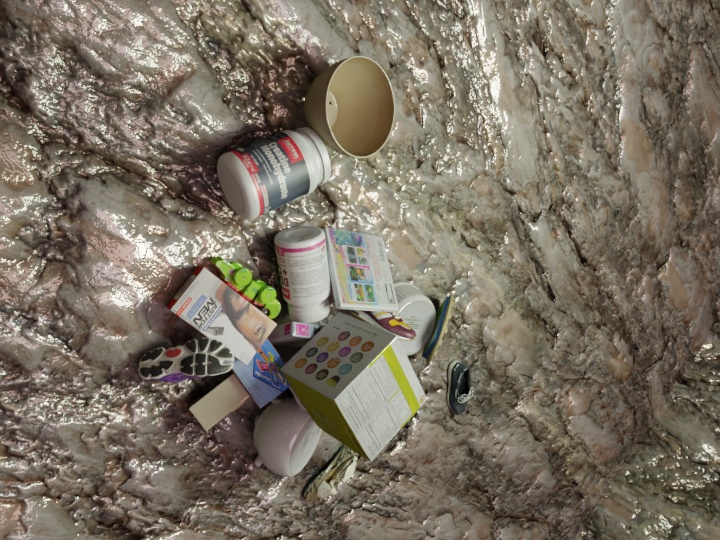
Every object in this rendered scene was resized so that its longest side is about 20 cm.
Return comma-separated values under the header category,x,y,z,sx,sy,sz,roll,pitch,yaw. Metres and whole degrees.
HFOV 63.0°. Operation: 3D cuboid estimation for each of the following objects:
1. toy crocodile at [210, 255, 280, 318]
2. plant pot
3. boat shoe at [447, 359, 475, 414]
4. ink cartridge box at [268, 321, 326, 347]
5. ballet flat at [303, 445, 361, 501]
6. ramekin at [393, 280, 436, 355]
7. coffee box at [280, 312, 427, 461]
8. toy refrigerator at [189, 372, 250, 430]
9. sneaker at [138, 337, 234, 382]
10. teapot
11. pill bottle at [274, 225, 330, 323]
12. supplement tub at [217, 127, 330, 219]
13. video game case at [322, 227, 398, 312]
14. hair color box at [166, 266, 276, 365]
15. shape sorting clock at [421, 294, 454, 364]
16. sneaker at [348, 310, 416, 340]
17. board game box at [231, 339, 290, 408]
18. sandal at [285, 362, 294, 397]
category,x,y,z,sx,sy,sz,roll,pitch,yaw
toy crocodile,-0.248,0.035,1.279,0.062,0.067,0.200,-54,130,-8
plant pot,-0.043,-0.341,1.240,0.200,0.134,0.201,-13,108,-44
boat shoe,0.317,0.374,1.834,0.075,0.062,0.201,-19,118,-33
ink cartridge box,-0.112,0.158,1.395,0.200,0.119,0.042,15,67,-38
ballet flat,-0.071,0.563,1.604,0.200,0.075,0.068,-46,129,-14
ramekin,0.114,0.137,1.572,0.202,0.094,0.203,-14,115,-32
coffee box,-0.014,0.249,1.285,0.198,0.199,0.200,-42,125,-25
toy refrigerator,-0.281,0.272,1.321,0.200,0.076,0.070,-38,89,-21
sneaker,-0.352,0.191,1.213,0.083,0.199,0.081,65,22,-63
teapot,-0.188,0.381,1.408,0.200,0.146,0.198,-61,159,-21
pill bottle,-0.127,0.010,1.331,0.113,0.113,0.201,-20,117,-30
supplement tub,-0.176,-0.201,1.198,0.200,0.140,0.141,-29,122,-25
video game case,0.000,0.000,1.402,0.182,0.024,0.201,7,62,-39
hair color box,-0.289,0.095,1.234,0.200,0.064,0.111,41,75,-23
shape sorting clock,0.220,0.162,1.619,0.039,0.200,0.201,21,94,-1
sneaker,0.060,0.100,1.458,0.090,0.200,0.075,-63,163,4
board game box,-0.239,0.194,1.301,0.103,0.019,0.200,-35,88,-19
sandal,-0.145,0.280,1.448,0.200,0.081,0.055,69,26,-44
